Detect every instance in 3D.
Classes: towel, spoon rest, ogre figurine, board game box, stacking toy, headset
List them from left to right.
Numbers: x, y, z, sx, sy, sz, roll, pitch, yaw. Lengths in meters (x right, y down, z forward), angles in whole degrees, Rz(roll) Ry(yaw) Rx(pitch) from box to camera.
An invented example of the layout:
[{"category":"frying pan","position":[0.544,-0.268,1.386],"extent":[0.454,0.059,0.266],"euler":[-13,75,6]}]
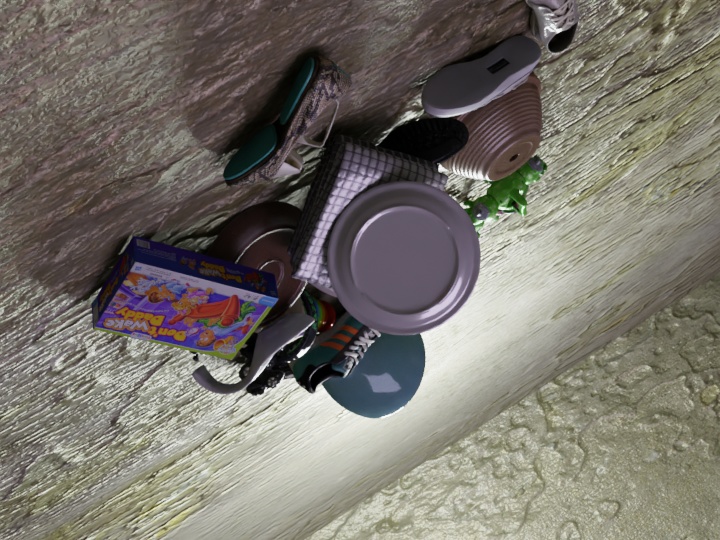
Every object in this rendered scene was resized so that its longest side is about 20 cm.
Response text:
[{"category":"board game box","position":[-0.224,0.039,1.458],"extent":[0.199,0.045,0.135],"euler":[15,132,-30]},{"category":"headset","position":[-0.161,0.087,1.698],"extent":[0.199,0.124,0.094],"euler":[-22,166,22]},{"category":"spoon rest","position":[-0.146,0.122,1.631],"extent":[0.199,0.061,0.099],"euler":[-30,-175,21]},{"category":"stacking toy","position":[-0.091,0.074,1.838],"extent":[0.085,0.086,0.200],"euler":[-40,164,10]},{"category":"towel","position":[0.004,-0.069,1.519],"extent":[0.165,0.086,0.201],"euler":[14,110,-26]},{"category":"ogre figurine","position":[0.242,-0.127,1.908],"extent":[0.199,0.099,0.120],"euler":[-22,170,-6]}]

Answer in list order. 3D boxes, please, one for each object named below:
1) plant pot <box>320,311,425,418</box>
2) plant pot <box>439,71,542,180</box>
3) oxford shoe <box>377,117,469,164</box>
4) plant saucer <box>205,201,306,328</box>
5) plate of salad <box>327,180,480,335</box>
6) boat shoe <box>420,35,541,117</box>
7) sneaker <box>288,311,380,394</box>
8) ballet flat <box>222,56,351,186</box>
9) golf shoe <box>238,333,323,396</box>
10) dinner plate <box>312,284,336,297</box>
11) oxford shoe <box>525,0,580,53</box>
[{"category":"plant pot","position":[-0.004,0.152,1.998],"extent":[0.200,0.201,0.134],"euler":[-43,149,18]},{"category":"plant pot","position":[0.200,-0.200,1.683],"extent":[0.200,0.093,0.201],"euler":[-32,159,-14]},{"category":"oxford shoe","position":[0.060,-0.152,1.598],"extent":[0.199,0.073,0.084],"euler":[-24,163,3]},{"category":"plant saucer","position":[-0.134,0.003,1.561],"extent":[0.199,0.032,0.201],"euler":[-28,134,-33]},{"category":"plate of salad","position":[0.056,-0.017,1.474],"extent":[0.200,0.200,0.048],"euler":[-38,-170,6]},{"category":"boat shoe","position":[0.160,-0.249,1.548],"extent":[0.199,0.071,0.070],"euler":[-34,159,-26]},{"category":"sneaker","position":[-0.020,0.127,1.846],"extent":[0.199,0.080,0.071],"euler":[-36,141,6]},{"category":"ballet flat","position":[-0.079,-0.159,1.334],"extent":[0.075,0.068,0.200],"euler":[28,118,-27]},{"category":"golf shoe","position":[-0.110,0.147,1.938],"extent":[0.198,0.078,0.088],"euler":[-16,-170,5]},{"category":"dinner plate","position":[0.000,0.000,1.717],"extent":[0.198,0.024,0.201],"euler":[5,145,3]},{"category":"oxford shoe","position":[0.256,-0.349,1.494],"extent":[0.075,0.058,0.200],"euler":[-33,158,-1]}]
